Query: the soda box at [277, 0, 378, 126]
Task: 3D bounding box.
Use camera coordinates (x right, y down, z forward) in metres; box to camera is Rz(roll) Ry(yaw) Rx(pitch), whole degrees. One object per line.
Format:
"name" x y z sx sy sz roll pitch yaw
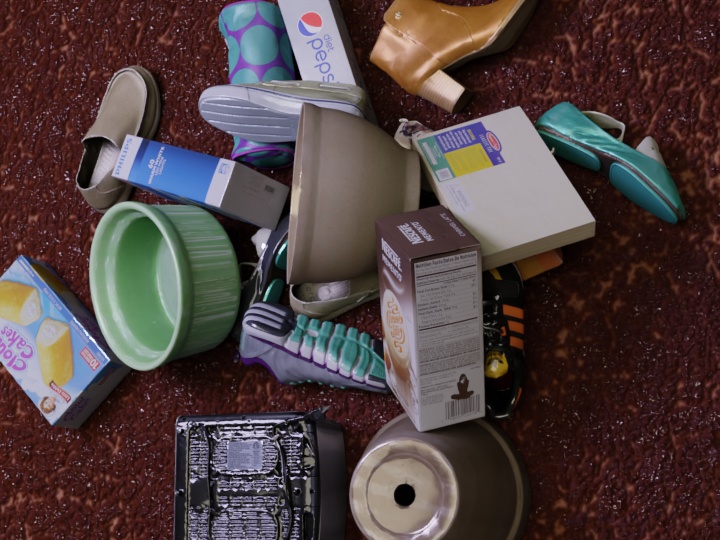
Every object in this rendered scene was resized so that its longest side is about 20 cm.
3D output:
"soda box" -0.041 -0.261 1.435 0.063 0.068 0.200 -21 74 12

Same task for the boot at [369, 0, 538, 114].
"boot" 0.110 -0.300 1.390 0.144 0.071 0.201 40 99 18

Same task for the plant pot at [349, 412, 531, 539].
"plant pot" 0.071 0.242 1.251 0.200 0.174 0.200 -3 80 18

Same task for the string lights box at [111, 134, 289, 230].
"string lights box" -0.195 -0.108 1.412 0.200 0.103 0.059 17 86 39

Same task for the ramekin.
"ramekin" -0.232 0.014 1.394 0.200 0.098 0.201 9 103 47

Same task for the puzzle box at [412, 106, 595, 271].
"puzzle box" 0.150 -0.092 1.251 0.133 0.025 0.200 -17 48 -7

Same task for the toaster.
"toaster" -0.108 0.252 1.337 0.200 0.119 0.181 -5 79 18

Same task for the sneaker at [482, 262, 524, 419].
"sneaker" 0.145 0.068 1.247 0.070 0.090 0.200 -7 122 8

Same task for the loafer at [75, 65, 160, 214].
"loafer" -0.315 -0.174 1.512 0.076 0.067 0.200 9 83 20

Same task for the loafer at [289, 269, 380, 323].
"loafer" 0.000 0.000 1.373 0.200 0.068 0.076 -34 72 10

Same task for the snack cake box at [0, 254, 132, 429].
"snack cake box" -0.398 0.091 1.491 0.115 0.067 0.200 -47 69 5

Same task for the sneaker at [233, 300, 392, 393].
"sneaker" -0.050 0.108 1.375 0.200 0.074 0.088 24 127 1

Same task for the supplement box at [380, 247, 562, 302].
"supplement box" 0.120 -0.007 1.297 0.200 0.067 0.069 -26 39 20

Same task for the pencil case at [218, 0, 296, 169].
"pencil case" -0.127 -0.228 1.449 0.092 0.085 0.200 -14 76 37

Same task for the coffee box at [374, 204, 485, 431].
"coffee box" 0.073 0.048 1.212 0.080 0.114 0.200 -11 116 -14

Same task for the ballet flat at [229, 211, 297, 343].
"ballet flat" -0.113 -0.007 1.414 0.073 0.073 0.200 28 92 21

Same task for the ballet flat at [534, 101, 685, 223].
"ballet flat" 0.290 -0.131 1.305 0.200 0.067 0.070 34 78 19

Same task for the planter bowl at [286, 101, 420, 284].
"planter bowl" -0.007 -0.079 1.285 0.134 0.200 0.201 5 81 -7

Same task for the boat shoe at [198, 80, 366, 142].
"boat shoe" -0.089 -0.191 1.368 0.200 0.072 0.062 9 52 9

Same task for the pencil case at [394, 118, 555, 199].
"pencil case" 0.125 -0.118 1.348 0.200 0.078 0.090 17 80 20
